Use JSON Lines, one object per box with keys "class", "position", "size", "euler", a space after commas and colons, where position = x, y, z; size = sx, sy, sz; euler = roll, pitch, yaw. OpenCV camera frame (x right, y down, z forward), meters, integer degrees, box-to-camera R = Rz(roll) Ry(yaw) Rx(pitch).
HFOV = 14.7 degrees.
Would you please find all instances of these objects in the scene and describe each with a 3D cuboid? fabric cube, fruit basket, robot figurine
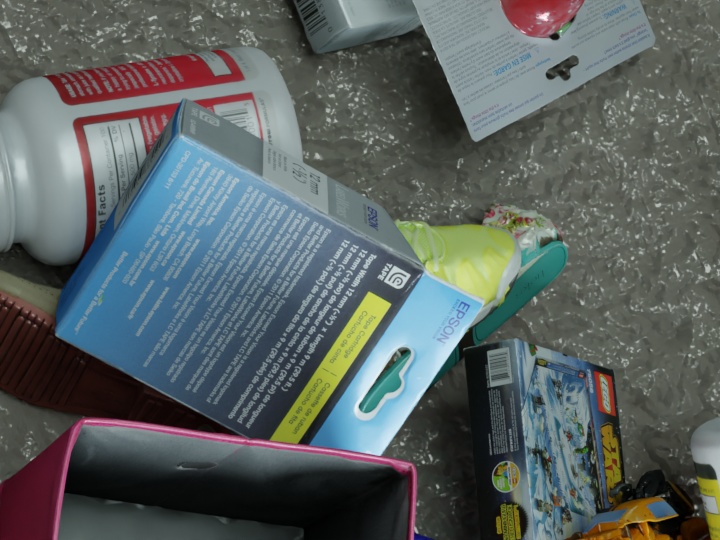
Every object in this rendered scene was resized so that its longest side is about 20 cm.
{"class": "fabric cube", "position": [-0.098, 0.203, 1.538], "size": [0.200, 0.199, 0.196], "euler": [10, 74, -17]}
{"class": "fruit basket", "position": [0.087, -0.202, 1.752], "size": [0.185, 0.094, 0.200], "euler": [-31, 105, -38]}
{"class": "robot figurine", "position": [0.179, 0.196, 1.664], "size": [0.200, 0.058, 0.145], "euler": [-8, 87, -61]}

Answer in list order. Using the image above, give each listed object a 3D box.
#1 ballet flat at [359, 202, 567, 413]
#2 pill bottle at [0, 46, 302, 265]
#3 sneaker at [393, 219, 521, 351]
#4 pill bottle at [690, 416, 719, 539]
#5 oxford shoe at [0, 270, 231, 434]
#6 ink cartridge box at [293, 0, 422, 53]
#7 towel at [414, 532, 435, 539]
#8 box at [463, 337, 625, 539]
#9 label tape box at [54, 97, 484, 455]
{"class": "ballet flat", "position": [0.044, 0.026, 1.717], "size": [0.064, 0.076, 0.200], "euler": [37, 58, 27]}
{"class": "pill bottle", "position": [-0.144, -0.065, 1.639], "size": [0.200, 0.112, 0.112], "euler": [-10, 79, -21]}
{"class": "sneaker", "position": [0.000, 0.000, 1.643], "size": [0.200, 0.076, 0.075], "euler": [-9, 48, -11]}
{"class": "pill bottle", "position": [0.270, 0.180, 1.656], "size": [0.112, 0.112, 0.200], "euler": [-15, 94, -22]}
{"class": "oxford shoe", "position": [-0.161, 0.041, 1.640], "size": [0.200, 0.070, 0.075], "euler": [30, 46, -13]}
{"class": "ink cartridge box", "position": [0.026, -0.236, 1.794], "size": [0.200, 0.047, 0.160], "euler": [-16, 81, -39]}
{"class": "towel", "position": [0.047, 0.255, 1.625], "size": [0.148, 0.050, 0.200], "euler": [22, 63, -47]}
{"class": "box", "position": [0.117, 0.149, 1.674], "size": [0.137, 0.040, 0.200], "euler": [19, 63, -57]}
{"class": "label tape box", "position": [-0.052, 0.015, 1.578], "size": [0.200, 0.066, 0.143], "euler": [28, 110, -15]}
